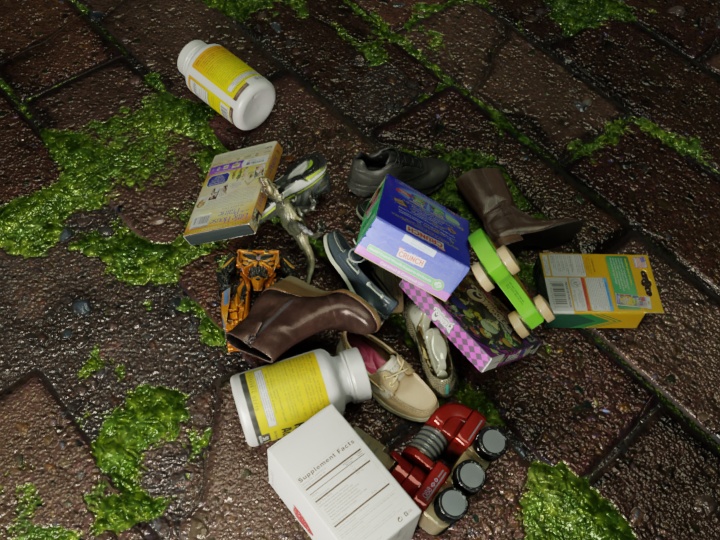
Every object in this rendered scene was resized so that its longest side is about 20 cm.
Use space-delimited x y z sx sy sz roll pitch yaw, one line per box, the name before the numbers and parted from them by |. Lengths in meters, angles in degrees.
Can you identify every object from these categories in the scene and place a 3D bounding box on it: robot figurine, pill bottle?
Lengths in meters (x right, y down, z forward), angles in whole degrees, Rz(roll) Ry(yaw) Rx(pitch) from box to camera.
robot figurine | -0.170 0.042 1.391 0.143 0.058 0.202 0 55 -8
pill bottle | -0.088 0.183 1.256 0.198 0.112 0.112 -17 57 -9
pill bottle | -0.269 -0.372 1.645 0.200 0.110 0.109 39 60 20

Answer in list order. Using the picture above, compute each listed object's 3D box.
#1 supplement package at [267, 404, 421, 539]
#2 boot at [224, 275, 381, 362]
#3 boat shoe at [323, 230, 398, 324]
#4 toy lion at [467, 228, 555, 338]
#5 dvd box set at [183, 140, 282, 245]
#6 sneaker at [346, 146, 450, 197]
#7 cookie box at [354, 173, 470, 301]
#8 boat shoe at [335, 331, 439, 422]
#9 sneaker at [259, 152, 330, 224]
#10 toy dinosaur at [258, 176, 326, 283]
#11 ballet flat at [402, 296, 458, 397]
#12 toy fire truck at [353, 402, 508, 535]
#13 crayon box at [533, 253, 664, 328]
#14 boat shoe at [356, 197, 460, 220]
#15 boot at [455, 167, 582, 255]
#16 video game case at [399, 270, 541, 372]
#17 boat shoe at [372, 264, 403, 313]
supplement package | -0.028 0.317 1.171 0.119 0.122 0.200 -32 63 -24
boot | -0.086 0.092 1.277 0.198 0.073 0.166 20 44 24
boat shoe | 0.000 0.000 1.368 0.062 0.075 0.201 -44 49 19
toy lion | 0.234 0.003 1.369 0.068 0.200 0.192 -34 35 11
dvd box set | -0.226 -0.140 1.493 0.145 0.029 0.201 -10 49 27
sneaker | 0.074 -0.189 1.557 0.198 0.091 0.076 -7 53 -11
cookie box | 0.089 -0.058 1.356 0.170 0.076 0.200 29 25 -6
boat shoe | 0.041 0.162 1.318 0.199 0.069 0.074 35 59 19
sneaker | -0.133 -0.124 1.505 0.199 0.081 0.074 -34 41 -4
toy dinosaur | -0.102 -0.082 1.425 0.047 0.088 0.202 -27 92 -55
ballet flat | 0.117 0.107 1.360 0.067 0.076 0.201 -12 56 -6
toy fire truck | 0.087 0.267 1.232 0.199 0.129 0.176 37 59 8
crayon box | 0.412 0.035 1.452 0.198 0.052 0.127 0 55 -4
boat shoe | 0.090 -0.107 1.515 0.197 0.066 0.075 18 55 8
boot | 0.293 -0.127 1.556 0.184 0.065 0.201 -12 52 -16
video game case | 0.182 0.072 1.361 0.180 0.036 0.200 -6 47 -52
boat shoe | 0.048 -0.017 1.451 0.064 0.071 0.202 5 64 -7
